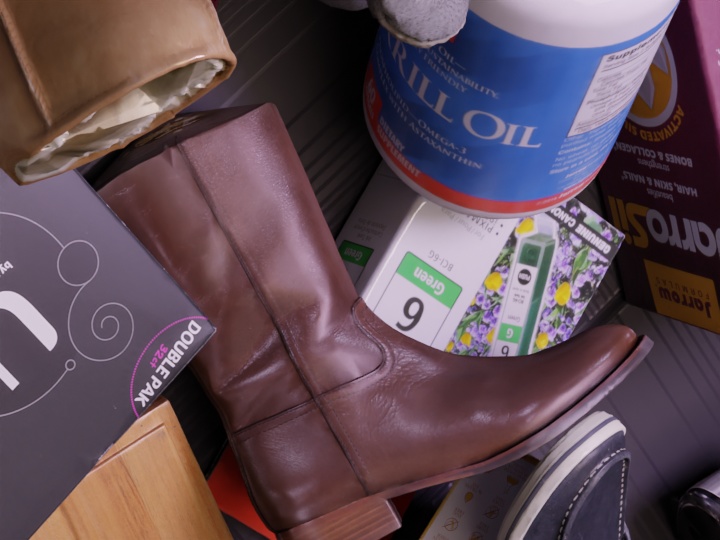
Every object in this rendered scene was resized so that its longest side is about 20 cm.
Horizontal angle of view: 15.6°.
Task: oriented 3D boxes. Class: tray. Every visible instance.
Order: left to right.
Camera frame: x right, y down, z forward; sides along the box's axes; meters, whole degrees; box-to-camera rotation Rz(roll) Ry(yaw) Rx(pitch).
[{"bbox_3d":[-0.090,0.160,1.135,0.099,0.037,0.200,-33,116,-21],"label":"tray"}]

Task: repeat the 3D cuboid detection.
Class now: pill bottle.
[{"bbox_3d":[0.071,-0.117,1.052,0.112,0.112,0.200,-25,156,-25],"label":"pill bottle"}]

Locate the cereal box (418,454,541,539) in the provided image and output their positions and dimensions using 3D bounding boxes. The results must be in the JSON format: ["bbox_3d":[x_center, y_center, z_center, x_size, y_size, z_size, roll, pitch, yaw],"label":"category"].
[{"bbox_3d":[0.036,0.184,1.176,0.200,0.040,0.144,-58,154,-9],"label":"cereal box"}]

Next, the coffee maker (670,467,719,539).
[{"bbox_3d":[0.281,0.115,1.258,0.200,0.192,0.135,-41,134,-16],"label":"coffee maker"}]

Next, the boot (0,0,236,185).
[{"bbox_3d":[-0.151,-0.122,0.923,0.066,0.175,0.200,-9,73,-55],"label":"boot"}]

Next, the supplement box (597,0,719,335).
[{"bbox_3d":[0.163,-0.078,1.193,0.086,0.110,0.200,-24,111,-24],"label":"supplement box"}]

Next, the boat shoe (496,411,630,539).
[{"bbox_3d":[0.091,0.148,1.126,0.075,0.062,0.200,-28,138,-46],"label":"boat shoe"}]

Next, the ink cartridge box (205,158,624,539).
[{"bbox_3d":[0.024,0.041,1.169,0.109,0.050,0.200,34,81,-31],"label":"ink cartridge box"}]

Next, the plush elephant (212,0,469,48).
[{"bbox_3d":[-0.084,-0.132,1.016,0.165,0.200,0.155,37,103,-33],"label":"plush elephant"}]

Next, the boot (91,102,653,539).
[{"bbox_3d":[0.000,0.000,1.096,0.186,0.064,0.200,-30,88,-10],"label":"boot"}]

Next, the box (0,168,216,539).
[{"bbox_3d":[-0.188,0.036,0.999,0.200,0.124,0.149,-49,119,-15],"label":"box"}]
